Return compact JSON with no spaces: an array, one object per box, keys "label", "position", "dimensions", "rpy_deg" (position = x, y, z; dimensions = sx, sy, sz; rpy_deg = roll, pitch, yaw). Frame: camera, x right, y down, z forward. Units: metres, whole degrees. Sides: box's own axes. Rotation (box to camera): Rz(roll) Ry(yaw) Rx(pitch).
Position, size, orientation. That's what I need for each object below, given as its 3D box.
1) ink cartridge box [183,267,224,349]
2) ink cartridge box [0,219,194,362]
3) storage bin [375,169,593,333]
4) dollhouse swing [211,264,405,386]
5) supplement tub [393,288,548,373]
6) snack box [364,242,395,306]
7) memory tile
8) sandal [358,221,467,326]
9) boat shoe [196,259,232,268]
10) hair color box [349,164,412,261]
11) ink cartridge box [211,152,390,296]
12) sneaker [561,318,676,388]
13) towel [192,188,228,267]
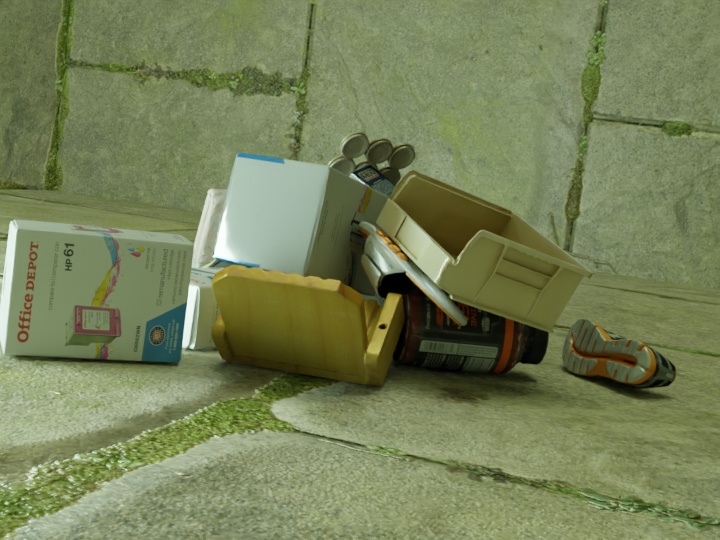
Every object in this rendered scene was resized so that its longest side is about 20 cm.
[{"label":"ink cartridge box","position":[-0.190,0.047,1.378],"dimensions":[0.145,0.084,0.200],"rpy_deg":[13,8,40]},{"label":"ink cartridge box","position":[-0.303,0.025,1.169],"dimensions":[0.200,0.145,0.085],"rpy_deg":[5,8,-21]},{"label":"storage bin","position":[0.149,-0.028,1.294],"dimensions":[0.198,0.094,0.200],"rpy_deg":[19,17,-31]},{"label":"dollhouse swing","position":[-0.060,0.026,1.197],"dimensions":[0.200,0.176,0.182],"rpy_deg":[8,39,12]},{"label":"supplement tub","position":[0.144,0.081,1.357],"dimensions":[0.199,0.107,0.107],"rpy_deg":[6,6,-11]},{"label":"snack box","position":[0.000,0.000,1.570],"dimensions":[0.053,0.143,0.200],"rpy_deg":[-8,13,26]},{"label":"memory tile","position":[-0.006,-0.147,1.731],"dimensions":[0.153,0.200,0.017],"rpy_deg":[7,41,-37]},{"label":"sandal","position":[0.047,0.014,1.275],"dimensions":[0.207,0.059,0.079],"rpy_deg":[45,-1,36]},{"label":"boat shoe","position":[-0.194,0.007,1.535],"dimensions":[0.200,0.073,0.065],"rpy_deg":[-36,32,-2]},{"label":"hair color box","position":[0.055,-0.072,1.674],"dimensions":[0.200,0.100,0.060],"rpy_deg":[40,38,17]},{"label":"ink cartridge box","position":[-0.070,-0.058,1.367],"dimensions":[0.147,0.145,0.200],"rpy_deg":[11,-4,27]},{"label":"sneaker","position":[0.353,0.123,1.418],"dimensions":[0.077,0.078,0.200],"rpy_deg":[19,4,-26]},{"label":"towel","position":[-0.201,-0.049,1.791],"dimensions":[0.200,0.191,0.032],"rpy_deg":[1,25,-43]}]
